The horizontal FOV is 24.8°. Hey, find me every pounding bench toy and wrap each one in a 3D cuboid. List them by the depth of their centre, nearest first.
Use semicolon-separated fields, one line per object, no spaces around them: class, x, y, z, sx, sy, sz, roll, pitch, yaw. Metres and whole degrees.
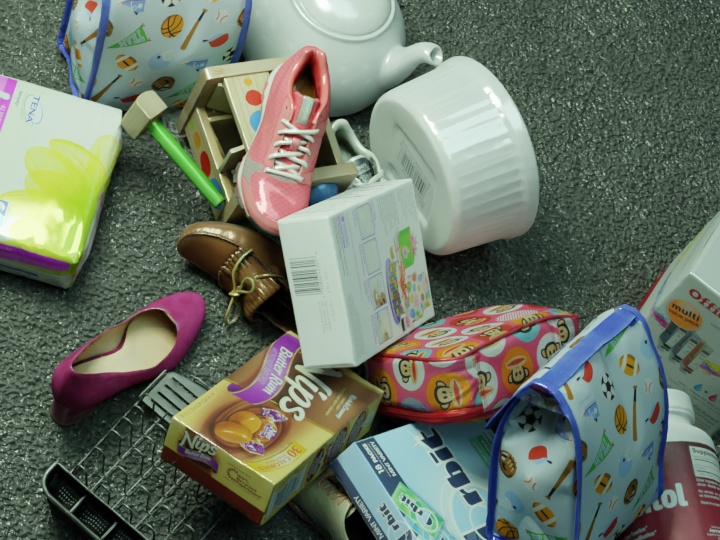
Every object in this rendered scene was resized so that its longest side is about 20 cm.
pounding bench toy;-0.128;-0.111;1.660;0.199;0.124;0.156;-11;72;-25

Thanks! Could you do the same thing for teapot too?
teapot;-0.034;-0.279;1.792;0.199;0.146;0.198;-1;60;-20

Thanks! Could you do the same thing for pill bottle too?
pill bottle;0.306;0.226;1.632;0.113;0.113;0.201;4;58;-18

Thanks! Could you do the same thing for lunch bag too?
lunch bag;0.199;0.147;1.501;0.124;0.201;0.170;21;37;30
lunch bag;0.102;0.087;1.617;0.200;0.176;0.082;-17;103;-36
lunch bag;-0.208;-0.265;1.677;0.169;0.200;0.124;-10;65;-24

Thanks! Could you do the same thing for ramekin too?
ramekin;0.092;-0.114;1.712;0.097;0.201;0.201;-22;70;-22

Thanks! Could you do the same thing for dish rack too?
dish rack;-0.180;0.185;1.510;0.153;0.055;0.200;40;58;5

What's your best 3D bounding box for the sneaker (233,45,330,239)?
sneaker;-0.070;-0.129;1.568;0.073;0.087;0.201;15;64;-15

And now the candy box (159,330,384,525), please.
candy box;-0.078;0.142;1.514;0.116;0.057;0.200;32;35;17

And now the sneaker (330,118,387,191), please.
sneaker;0.007;-0.063;1.717;0.076;0.081;0.200;-23;72;-32

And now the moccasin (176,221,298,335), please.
moccasin;-0.097;0.021;1.638;0.201;0.074;0.078;37;46;-8

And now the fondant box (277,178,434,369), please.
fondant box;0.000;0.000;1.589;0.200;0.058;0.145;-27;109;-61

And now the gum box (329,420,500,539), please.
gum box;0.086;0.222;1.550;0.200;0.045;0.170;-11;62;-51

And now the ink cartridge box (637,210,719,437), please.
ink cartridge box;0.383;0.046;1.715;0.145;0.200;0.145;37;55;4

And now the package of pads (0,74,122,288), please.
package of pads;-0.325;-0.091;1.619;0.154;0.068;0.201;16;57;-10

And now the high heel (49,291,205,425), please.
high heel;-0.210;0.068;1.547;0.067;0.096;0.200;40;55;7

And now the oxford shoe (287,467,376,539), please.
oxford shoe;-0.017;0.214;1.542;0.070;0.075;0.200;-29;72;-29
